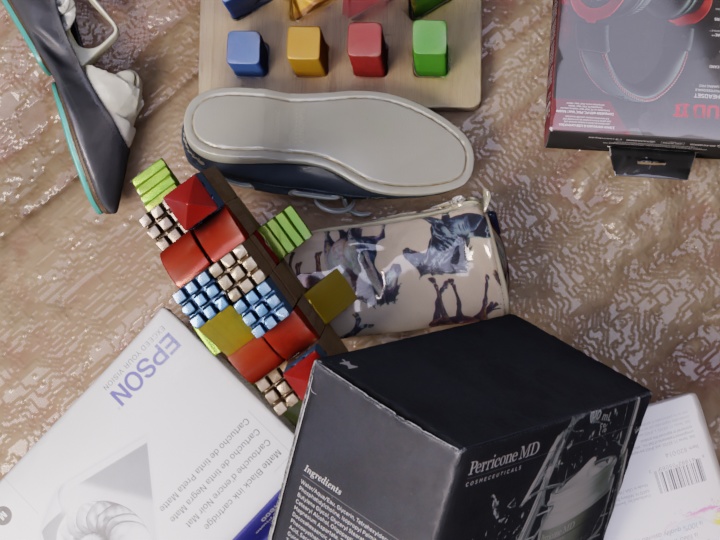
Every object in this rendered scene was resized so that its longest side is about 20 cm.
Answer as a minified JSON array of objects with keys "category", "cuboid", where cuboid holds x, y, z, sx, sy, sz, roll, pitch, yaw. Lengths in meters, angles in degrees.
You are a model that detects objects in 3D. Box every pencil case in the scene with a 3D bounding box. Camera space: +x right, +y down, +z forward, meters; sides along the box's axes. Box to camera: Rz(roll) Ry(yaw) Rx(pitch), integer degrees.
[{"category":"pencil case","cuboid":[0.000,0.000,1.210,0.199,0.078,0.090,-8,93,3]}]

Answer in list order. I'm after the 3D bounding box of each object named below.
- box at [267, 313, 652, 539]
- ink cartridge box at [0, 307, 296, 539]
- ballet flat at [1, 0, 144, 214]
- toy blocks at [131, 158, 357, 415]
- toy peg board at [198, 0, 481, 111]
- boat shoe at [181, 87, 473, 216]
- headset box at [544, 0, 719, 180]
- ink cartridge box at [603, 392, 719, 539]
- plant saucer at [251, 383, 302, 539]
[{"category":"box","cuboid":[0.053,0.149,1.091,0.124,0.199,0.198,28,115,35]},{"category":"ink cartridge box","cuboid":[-0.126,0.163,1.192,0.200,0.041,0.200,43,89,6]},{"category":"ballet flat","cuboid":[-0.192,-0.140,1.242,0.073,0.073,0.201,-25,82,1]},{"category":"toy blocks","cuboid":[-0.073,0.013,1.106,0.100,0.137,0.200,-36,93,5]},{"category":"toy peg board","cuboid":[-0.016,-0.216,1.222,0.198,0.098,0.201,0,84,3]},{"category":"boat shoe","cuboid":[-0.024,-0.079,1.226,0.199,0.062,0.075,2,69,-5]},{"category":"headset box","cuboid":[0.203,-0.161,1.214,0.148,0.075,0.201,5,85,4]},{"category":"ink cartridge box","cuboid":[0.194,0.193,1.186,0.116,0.067,0.201,-16,83,3]},{"category":"plant saucer","cuboid":[-0.080,0.169,1.224,0.199,0.031,0.201,0,85,4]}]
